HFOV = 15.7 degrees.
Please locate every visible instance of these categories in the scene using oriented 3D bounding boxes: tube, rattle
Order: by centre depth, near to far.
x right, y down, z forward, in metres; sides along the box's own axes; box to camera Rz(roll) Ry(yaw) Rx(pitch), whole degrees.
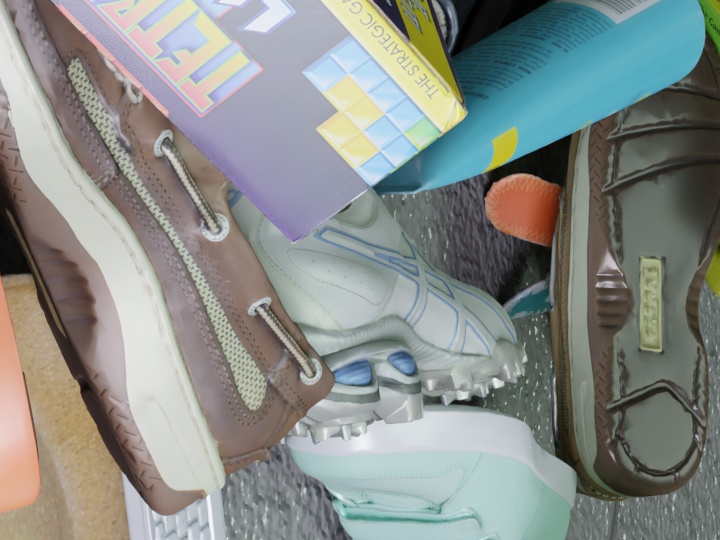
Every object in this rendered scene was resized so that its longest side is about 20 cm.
[{"bbox_3d":[0.051,-0.062,0.933,0.200,0.077,0.051,-29,106,-44],"label":"tube"},{"bbox_3d":[0.152,-0.007,1.160,0.131,0.142,0.200,-68,159,-4],"label":"rattle"}]

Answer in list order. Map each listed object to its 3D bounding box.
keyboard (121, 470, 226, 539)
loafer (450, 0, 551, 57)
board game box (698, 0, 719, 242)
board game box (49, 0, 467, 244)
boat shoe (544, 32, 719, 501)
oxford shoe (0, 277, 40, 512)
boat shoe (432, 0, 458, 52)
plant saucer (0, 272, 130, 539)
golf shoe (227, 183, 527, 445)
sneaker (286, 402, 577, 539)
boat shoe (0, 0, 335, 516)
[{"bbox_3d":[-0.055,0.044,0.762,0.056,0.011,0.201,-30,116,-64],"label":"keyboard"},{"bbox_3d":[0.095,-0.128,1.036,0.201,0.063,0.072,-59,159,-10],"label":"loafer"},{"bbox_3d":[0.163,-0.077,1.110,0.102,0.047,0.200,98,-30,-46],"label":"board game box"},{"bbox_3d":[-0.058,-0.123,0.624,0.165,0.057,0.200,47,16,-30],"label":"board game box"},{"bbox_3d":[0.102,-0.006,1.068,0.071,0.076,0.201,15,76,-24],"label":"boat shoe"},{"bbox_3d":[-0.133,-0.034,0.604,0.071,0.072,0.201,144,-71,-74],"label":"oxford shoe"},{"bbox_3d":[-0.027,-0.079,0.845,0.200,0.062,0.075,3,86,-66],"label":"boat shoe"},{"bbox_3d":[-0.104,0.101,0.710,0.200,0.035,0.201,-1,90,-65],"label":"plant saucer"},{"bbox_3d":[0.000,0.000,0.822,0.200,0.078,0.098,-5,84,-75],"label":"golf shoe"},{"bbox_3d":[0.027,0.114,0.956,0.200,0.073,0.119,31,65,-61],"label":"sneaker"},{"bbox_3d":[-0.060,-0.036,0.668,0.075,0.075,0.203,47,-19,54],"label":"boat shoe"}]
